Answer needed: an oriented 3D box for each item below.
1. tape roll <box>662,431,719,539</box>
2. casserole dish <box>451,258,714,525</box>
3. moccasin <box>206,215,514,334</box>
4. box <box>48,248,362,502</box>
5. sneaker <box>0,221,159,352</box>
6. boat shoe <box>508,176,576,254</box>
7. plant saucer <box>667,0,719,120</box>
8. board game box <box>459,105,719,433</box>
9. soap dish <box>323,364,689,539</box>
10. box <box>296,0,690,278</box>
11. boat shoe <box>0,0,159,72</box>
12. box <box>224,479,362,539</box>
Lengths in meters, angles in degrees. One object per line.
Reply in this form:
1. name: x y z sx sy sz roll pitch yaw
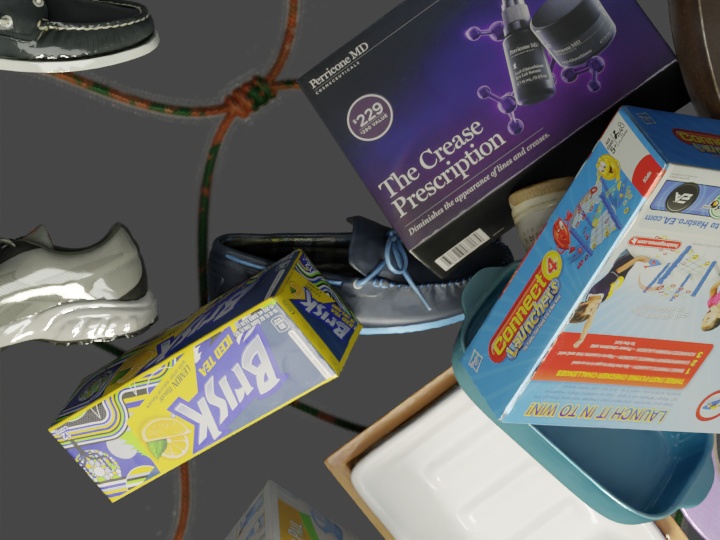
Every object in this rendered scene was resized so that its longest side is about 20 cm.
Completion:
1. tape roll: 0.293 0.097 1.663 0.200 0.066 0.200 -1 106 -4
2. casserole dish: 0.135 0.081 1.575 0.200 0.121 0.039 43 135 -2
3. moccasin: 0.000 0.000 1.612 0.200 0.080 0.068 -8 118 -3
4. box: -0.099 0.068 1.599 0.200 0.064 0.070 -31 107 29
5. sneaker: -0.233 0.014 1.614 0.200 0.074 0.079 -9 97 -8
6. boat shoe: 0.154 0.000 1.571 0.074 0.200 0.069 -17 68 30
7. plant saucer: 0.231 -0.153 1.541 0.032 0.200 0.200 -8 109 29
8. board game box: 0.189 0.005 1.489 0.200 0.056 0.196 6 127 -38
9. soap dish: 0.096 0.148 1.663 0.157 0.081 0.200 -37 105 7
10. box: 0.084 -0.114 1.556 0.200 0.079 0.141 -36 67 7
11. boat shoe: -0.225 -0.159 1.555 0.200 0.076 0.060 -2 112 -4
12. box: -0.042 0.234 1.617 0.112 0.200 0.101 34 101 -12
